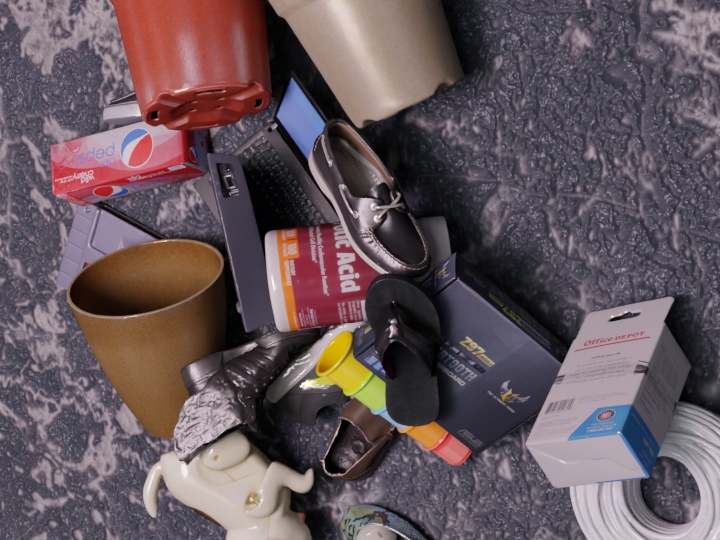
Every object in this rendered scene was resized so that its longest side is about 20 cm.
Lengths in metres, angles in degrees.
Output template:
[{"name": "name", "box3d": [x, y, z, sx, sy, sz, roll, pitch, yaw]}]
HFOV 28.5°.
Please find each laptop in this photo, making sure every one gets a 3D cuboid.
[{"name": "laptop", "box3d": [-0.090, -0.094, 1.633, 0.200, 0.103, 0.178, -37, 79, 12]}]

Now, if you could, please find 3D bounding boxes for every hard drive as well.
[{"name": "hard drive", "box3d": [-0.136, -0.034, 1.607, 0.042, 0.135, 0.201, -13, 92, -6]}]

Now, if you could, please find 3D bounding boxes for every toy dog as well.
[{"name": "toy dog", "box3d": [-0.138, 0.275, 1.672, 0.200, 0.194, 0.140, 58, 160, 3]}]

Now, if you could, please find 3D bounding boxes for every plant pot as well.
[{"name": "plant pot", "box3d": [0.015, -0.261, 1.522, 0.200, 0.200, 0.184, -21, 99, 29]}, {"name": "plant pot", "box3d": [-0.235, 0.092, 1.693, 0.186, 0.186, 0.201, 6, 123, 27]}, {"name": "plant pot", "box3d": [-0.187, -0.271, 1.585, 0.200, 0.201, 0.196, -16, 77, 29]}]

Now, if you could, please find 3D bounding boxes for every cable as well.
[{"name": "cable", "box3d": [0.323, 0.232, 1.485, 0.200, 0.069, 0.200, 44, 115, 17]}]

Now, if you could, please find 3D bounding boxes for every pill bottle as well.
[{"name": "pill bottle", "box3d": [0.000, 0.000, 1.560, 0.199, 0.114, 0.115, -8, 94, 0]}]

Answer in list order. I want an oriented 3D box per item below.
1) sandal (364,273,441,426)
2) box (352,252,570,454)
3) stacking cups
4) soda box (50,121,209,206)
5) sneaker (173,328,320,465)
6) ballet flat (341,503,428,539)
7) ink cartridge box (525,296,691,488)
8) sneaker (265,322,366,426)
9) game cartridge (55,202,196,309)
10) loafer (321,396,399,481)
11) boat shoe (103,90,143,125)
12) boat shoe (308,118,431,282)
[{"name": "sandal", "box3d": [0.050, 0.091, 1.467, 0.075, 0.048, 0.201, -5, 125, 10]}, {"name": "box", "box3d": [0.115, 0.093, 1.527, 0.200, 0.051, 0.158, 39, 118, -23]}, {"name": "stacking cups", "box3d": [0.044, 0.145, 1.583, 0.200, 0.061, 0.060, 37, 118, -21]}, {"name": "soda box", "box3d": [-0.285, -0.136, 1.743, 0.199, 0.063, 0.070, -11, 76, 25]}, {"name": "sneaker", "box3d": [-0.127, 0.137, 1.604, 0.199, 0.060, 0.105, -21, 79, -2]}, {"name": "ballet flat", "box3d": [0.052, 0.337, 1.645, 0.200, 0.074, 0.074, 27, 109, 23]}, {"name": "ink cartridge box", "box3d": [0.262, 0.123, 1.449, 0.116, 0.200, 0.068, -14, 122, 41]}, {"name": "sneaker", "box3d": [-0.024, 0.105, 1.659, 0.200, 0.075, 0.085, -40, 100, 24]}, {"name": "game cartridge", "box3d": [-0.294, 0.005, 1.801, 0.200, 0.038, 0.130, 27, 105, 22]}, {"name": "loafer", "box3d": [0.017, 0.168, 1.636, 0.073, 0.071, 0.201, 32, 111, 20]}, {"name": "boat shoe", "box3d": [-0.226, -0.219, 1.714, 0.199, 0.070, 0.067, -7, 82, 30]}, {"name": "boat shoe", "box3d": [0.014, -0.076, 1.496, 0.200, 0.074, 0.060, 59, 151, 24]}]
